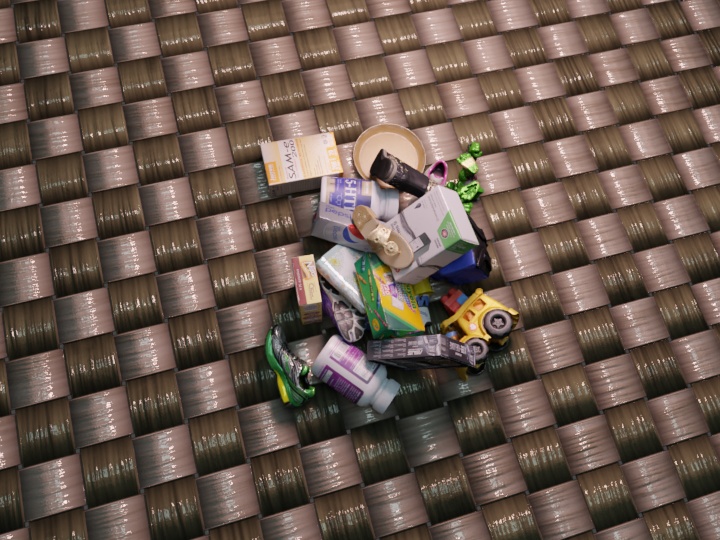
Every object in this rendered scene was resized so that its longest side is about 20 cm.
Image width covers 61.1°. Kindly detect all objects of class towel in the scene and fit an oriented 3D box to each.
[{"bbox_3d":[0.000,0.000,1.515,0.171,0.048,0.200,42,41,8],"label":"towel"}]

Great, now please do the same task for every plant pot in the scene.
[{"bbox_3d":[0.078,-0.308,1.676,0.199,0.027,0.201,2,73,-6],"label":"plant pot"}]

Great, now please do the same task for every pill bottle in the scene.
[{"bbox_3d":[-0.005,-0.176,1.578,0.199,0.120,0.120,4,72,-4],"label":"pill bottle"},{"bbox_3d":[-0.009,0.250,1.449,0.200,0.112,0.112,34,73,6],"label":"pill bottle"}]

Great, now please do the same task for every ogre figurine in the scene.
[{"bbox_3d":[0.281,-0.223,1.620,0.098,0.120,0.201,-9,72,-4],"label":"ogre figurine"}]

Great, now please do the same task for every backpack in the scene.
[{"bbox_3d":[0.235,-0.049,1.524,0.167,0.200,0.163,-12,75,25],"label":"backpack"}]

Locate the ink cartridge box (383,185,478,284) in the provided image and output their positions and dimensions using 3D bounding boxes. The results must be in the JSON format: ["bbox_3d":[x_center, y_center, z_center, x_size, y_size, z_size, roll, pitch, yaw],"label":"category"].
[{"bbox_3d":[0.151,-0.077,1.409,0.084,0.200,0.146,9,54,-49],"label":"ink cartridge box"}]

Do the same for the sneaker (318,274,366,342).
[{"bbox_3d":[-0.049,0.098,1.496,0.080,0.084,0.200,-6,50,-26],"label":"sneaker"}]

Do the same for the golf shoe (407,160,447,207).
[{"bbox_3d":[0.179,-0.206,1.620,0.075,0.092,0.201,21,73,0],"label":"golf shoe"}]

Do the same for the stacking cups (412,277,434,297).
[{"bbox_3d":[0.133,-0.028,1.575,0.060,0.061,0.201,-13,75,-9],"label":"stacking cups"}]

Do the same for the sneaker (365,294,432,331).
[{"bbox_3d":[0.093,0.137,1.510,0.199,0.081,0.116,-14,74,-10],"label":"sneaker"}]

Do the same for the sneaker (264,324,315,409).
[{"bbox_3d":[-0.163,0.221,1.451,0.085,0.078,0.201,-25,82,18],"label":"sneaker"}]

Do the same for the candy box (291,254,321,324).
[{"bbox_3d":[-0.126,0.050,1.453,0.055,0.200,0.116,-9,73,-7],"label":"candy box"}]

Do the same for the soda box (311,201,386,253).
[{"bbox_3d":[-0.020,-0.101,1.519,0.199,0.064,0.068,17,39,-15],"label":"soda box"}]

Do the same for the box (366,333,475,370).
[{"bbox_3d":[0.139,0.190,1.400,0.199,0.158,0.050,-10,69,36],"label":"box"}]

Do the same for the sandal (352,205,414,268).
[{"bbox_3d":[0.032,-0.079,1.409,0.212,0.070,0.078,50,116,33],"label":"sandal"}]

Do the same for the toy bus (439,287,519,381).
[{"bbox_3d":[0.263,0.142,1.508,0.192,0.136,0.200,39,76,21],"label":"toy bus"}]

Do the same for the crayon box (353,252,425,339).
[{"bbox_3d":[0.067,0.062,1.435,0.118,0.058,0.201,8,56,-40],"label":"crayon box"}]

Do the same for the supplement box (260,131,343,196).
[{"bbox_3d":[-0.156,-0.282,1.620,0.199,0.074,0.126,-12,74,-9],"label":"supplement box"}]

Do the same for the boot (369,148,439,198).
[{"bbox_3d":[0.110,-0.242,1.575,0.153,0.204,0.074,24,105,-17],"label":"boot"}]
